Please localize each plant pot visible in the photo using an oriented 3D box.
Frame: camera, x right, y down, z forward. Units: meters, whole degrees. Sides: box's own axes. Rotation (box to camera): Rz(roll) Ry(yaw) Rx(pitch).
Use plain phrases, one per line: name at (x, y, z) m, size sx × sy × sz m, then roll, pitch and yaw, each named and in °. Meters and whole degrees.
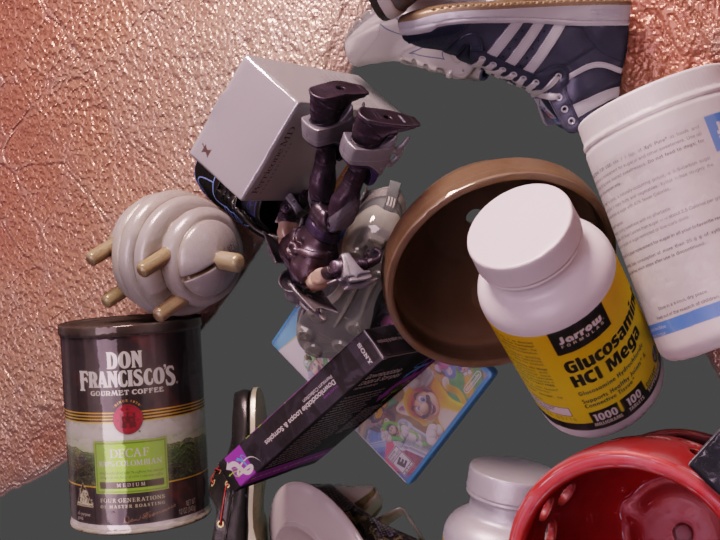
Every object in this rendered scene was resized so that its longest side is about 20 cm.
plant pot at (0.109, -0.022, 0.990) m, size 0.201 × 0.199 × 0.093 m, roll -48°, pitch 32°, yaw 22°
plant pot at (0.233, 0.224, 0.908) m, size 0.198 × 0.182 × 0.204 m, roll 2°, pitch 94°, yaw 28°

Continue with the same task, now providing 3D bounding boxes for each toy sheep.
toy sheep at (-0.185, -0.015, 1.151) m, size 0.198 × 0.137 × 0.140 m, roll 15°, pitch 100°, yaw 41°

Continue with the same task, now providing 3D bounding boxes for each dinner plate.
dinner plate at (-0.038, 0.299, 1.100) m, size 0.199 × 0.024 × 0.203 m, roll 32°, pitch 131°, yaw 46°

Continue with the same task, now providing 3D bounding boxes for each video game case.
video game case at (0.018, 0.083, 1.112) m, size 0.200 × 0.018 × 0.144 m, roll 44°, pitch 112°, yaw 20°

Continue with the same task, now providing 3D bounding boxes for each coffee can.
coffee can at (-0.228, 0.150, 1.179) m, size 0.144 × 0.146 × 0.204 m, roll -2°, pitch 93°, yaw 28°

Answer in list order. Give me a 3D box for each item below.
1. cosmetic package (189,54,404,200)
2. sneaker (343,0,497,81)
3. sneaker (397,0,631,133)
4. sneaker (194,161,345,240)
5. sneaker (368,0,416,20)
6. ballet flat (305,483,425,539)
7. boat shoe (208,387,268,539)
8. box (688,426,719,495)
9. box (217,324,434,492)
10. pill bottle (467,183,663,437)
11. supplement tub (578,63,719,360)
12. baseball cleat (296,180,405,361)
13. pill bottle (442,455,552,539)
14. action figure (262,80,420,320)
cosmetic package at (-0.050, -0.122, 1.034) m, size 0.071 × 0.199 × 0.102 m, roll 42°, pitch 112°, yaw 20°
sneaker at (0.073, -0.207, 1.037) m, size 0.197 × 0.074 × 0.089 m, roll -9°, pitch 94°, yaw 29°
sneaker at (0.130, -0.169, 0.965) m, size 0.197 × 0.070 × 0.110 m, roll -4°, pitch 104°, yaw -8°
sneaker at (-0.101, -0.076, 1.127) m, size 0.198 × 0.077 × 0.071 m, roll 24°, pitch 101°, yaw 32°
sneaker at (0.074, -0.278, 0.972) m, size 0.119 × 0.201 × 0.084 m, roll -17°, pitch 117°, yaw 26°
ballet flat at (0.008, 0.244, 1.097) m, size 0.199 × 0.071 × 0.073 m, roll 27°, pitch 107°, yaw 47°
boat shoe at (-0.123, 0.218, 1.157) m, size 0.062 × 0.074 × 0.205 m, roll 3°, pitch 91°, yaw 9°
box at (0.364, 0.145, 0.822) m, size 0.196 × 0.199 × 0.125 m, roll 43°, pitch 113°, yaw 20°
box at (-0.021, 0.119, 1.045) m, size 0.200 × 0.142 × 0.036 m, roll -42°, pitch 73°, yaw 23°
pill bottle at (0.160, 0.032, 0.912) m, size 0.111 × 0.201 × 0.113 m, roll -20°, pitch 41°, yaw 18°
supplement tub at (0.262, -0.043, 0.906) m, size 0.131 × 0.131 × 0.203 m, roll -23°, pitch 83°, yaw 28°
baseball cleat at (0.000, 0.000, 1.074) m, size 0.069 × 0.107 × 0.201 m, roll 28°, pitch 136°, yaw -6°
pill bottle at (0.122, 0.272, 1.012) m, size 0.111 × 0.112 × 0.203 m, roll 10°, pitch 98°, yaw 28°
action figure at (-0.024, -0.048, 0.952) m, size 0.130 × 0.069 × 0.202 m, roll 44°, pitch 127°, yaw 35°
